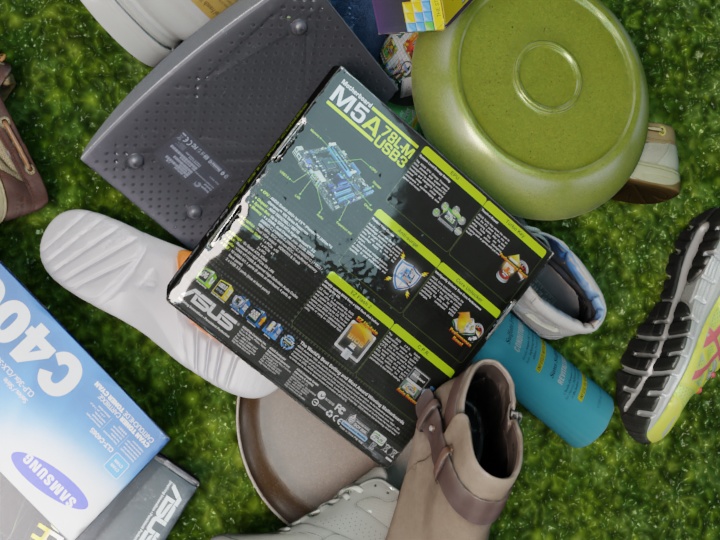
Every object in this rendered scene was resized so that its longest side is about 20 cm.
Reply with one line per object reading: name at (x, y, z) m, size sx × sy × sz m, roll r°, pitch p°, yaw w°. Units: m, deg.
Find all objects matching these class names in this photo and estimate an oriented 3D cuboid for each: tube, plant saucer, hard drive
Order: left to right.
hard drive at (-0.086, -0.113, 0.726) m, size 0.199 × 0.043 × 0.135 m, roll -36°, pitch 134°, yaw 12°
plant saucer at (0.001, 0.110, 0.794) m, size 0.196 × 0.032 × 0.205 m, roll 1°, pitch 87°, yaw -11°
tube at (0.111, 0.060, 0.796) m, size 0.199 × 0.078 × 0.050 m, roll 39°, pitch 121°, yaw -15°
plant saucer at (0.135, -0.140, 0.769) m, size 0.196 × 0.031 × 0.205 m, roll 3°, pitch 77°, yaw -14°

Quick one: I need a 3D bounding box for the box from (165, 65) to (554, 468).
box at (0.000, 0.000, 0.705) m, size 0.199 × 0.048 × 0.194 m, roll 37°, pitch 90°, yaw -13°

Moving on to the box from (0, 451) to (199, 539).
box at (-0.233, 0.192, 0.731) m, size 0.160 × 0.049 × 0.202 m, roll 35°, pitch 79°, yaw -8°

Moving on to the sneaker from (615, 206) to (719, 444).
sneaker at (0.280, 0.055, 0.833) m, size 0.089 × 0.078 × 0.203 m, roll 30°, pitch 83°, yaw -15°

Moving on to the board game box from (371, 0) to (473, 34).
board game box at (0.056, -0.282, 0.720) m, size 0.056 × 0.200 × 0.168 m, roll 4°, pitch 123°, yaw 27°

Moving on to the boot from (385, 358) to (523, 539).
boot at (0.058, 0.161, 0.637) m, size 0.069 × 0.147 × 0.203 m, roll 10°, pitch 48°, yaw -14°

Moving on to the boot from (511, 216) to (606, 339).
boot at (0.110, -0.028, 0.790) m, size 0.200 × 0.096 × 0.074 m, roll 43°, pitch 80°, yaw -5°

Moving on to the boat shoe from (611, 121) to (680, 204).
boat shoe at (0.165, -0.106, 0.825) m, size 0.196 × 0.074 × 0.068 m, roll 14°, pitch 76°, yaw -16°

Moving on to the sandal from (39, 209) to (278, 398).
sandal at (-0.136, 0.017, 0.758) m, size 0.204 × 0.059 × 0.080 m, roll 30°, pitch 88°, yaw 5°

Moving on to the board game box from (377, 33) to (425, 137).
board game box at (0.018, -0.146, 0.800) m, size 0.103 × 0.023 × 0.203 m, roll 24°, pitch 82°, yaw 10°

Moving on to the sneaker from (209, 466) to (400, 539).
sneaker at (-0.015, 0.187, 0.741) m, size 0.196 × 0.076 × 0.094 m, roll 7°, pitch 78°, yaw -19°

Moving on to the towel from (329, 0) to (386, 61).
towel at (-0.015, -0.241, 0.788) m, size 0.110 × 0.049 × 0.203 m, roll 20°, pitch 81°, yaw 9°

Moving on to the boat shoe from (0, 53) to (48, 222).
boat shoe at (-0.283, -0.128, 0.739) m, size 0.071 × 0.072 × 0.203 m, roll -21°, pitch 79°, yaw -42°

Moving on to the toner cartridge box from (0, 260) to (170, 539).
toner cartridge box at (-0.230, 0.077, 0.697) m, size 0.095 × 0.043 × 0.200 m, roll -45°, pitch 95°, yaw -13°

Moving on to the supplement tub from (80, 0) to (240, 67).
supplement tub at (-0.106, -0.253, 0.714) m, size 0.199 × 0.144 × 0.145 m, roll -37°, pitch 94°, yaw 10°
